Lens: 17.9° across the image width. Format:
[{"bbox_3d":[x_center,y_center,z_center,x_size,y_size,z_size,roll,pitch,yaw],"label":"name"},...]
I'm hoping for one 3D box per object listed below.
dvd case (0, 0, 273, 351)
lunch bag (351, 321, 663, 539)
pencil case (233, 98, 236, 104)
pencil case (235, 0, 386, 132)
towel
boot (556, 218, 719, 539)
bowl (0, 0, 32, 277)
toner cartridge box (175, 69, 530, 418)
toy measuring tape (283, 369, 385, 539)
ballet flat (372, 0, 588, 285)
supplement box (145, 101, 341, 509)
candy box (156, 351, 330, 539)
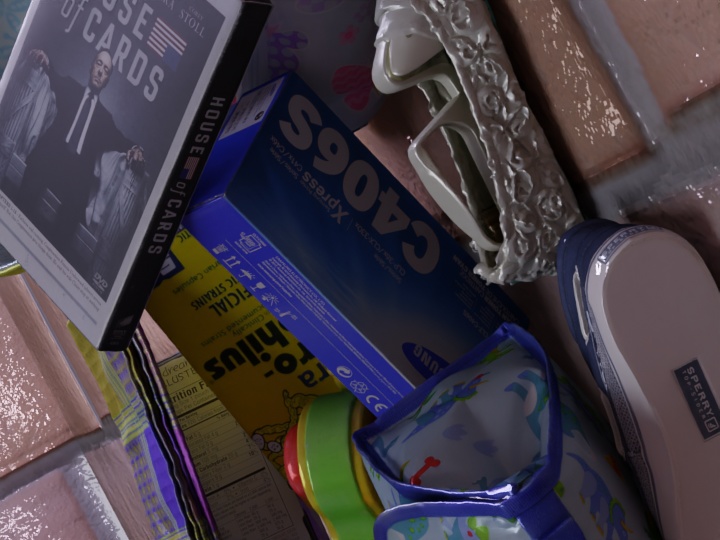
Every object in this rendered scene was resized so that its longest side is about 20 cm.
[{"bbox_3d":[-0.129,-0.084,1.159,0.150,0.025,0.201,43,118,37],"label":"dvd case"},{"bbox_3d":[0.093,0.138,1.063,0.171,0.127,0.200,54,176,-16],"label":"lunch bag"},{"bbox_3d":[-0.119,-0.090,1.577,0.089,0.088,0.200,54,161,25],"label":"pencil case"},{"bbox_3d":[-0.034,-0.153,1.175,0.083,0.090,0.201,52,161,31],"label":"pencil case"},{"bbox_3d":[-0.121,0.102,1.296,0.201,0.023,0.144,69,163,3],"label":"towel"},{"bbox_3d":[0.148,0.069,1.031,0.090,0.072,0.201,-145,35,-78],"label":"boot"},{"bbox_3d":[-0.184,-0.092,1.301,0.201,0.200,0.107,55,-157,22],"label":"bowl"},{"bbox_3d":[0.000,0.000,1.190,0.043,0.095,0.200,-20,123,45],"label":"toner cartridge box"},{"bbox_3d":[-0.006,0.135,1.215,0.074,0.073,0.202,102,168,-67],"label":"toy measuring tape"},{"bbox_3d":[0.045,-0.083,1.088,0.201,0.071,0.072,63,165,-2],"label":"ballet flat"},{"bbox_3d":[-0.043,0.015,1.311,0.200,0.108,0.110,52,-163,-20],"label":"supplement box"},{"bbox_3d":[-0.063,0.157,1.408,0.168,0.071,0.201,69,175,-73],"label":"candy box"}]
